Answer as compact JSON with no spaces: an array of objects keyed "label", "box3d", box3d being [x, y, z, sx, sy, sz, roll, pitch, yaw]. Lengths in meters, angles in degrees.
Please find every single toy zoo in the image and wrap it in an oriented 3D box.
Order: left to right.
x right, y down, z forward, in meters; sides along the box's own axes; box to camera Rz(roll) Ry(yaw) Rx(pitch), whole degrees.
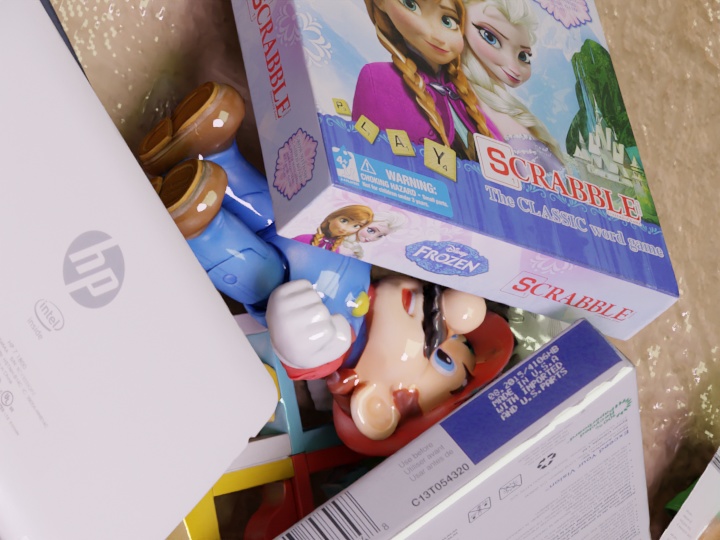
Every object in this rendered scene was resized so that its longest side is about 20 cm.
[{"label":"toy zoo","box3d":[-0.032,0.081,1.229,0.200,0.020,0.132,-11,91,-48]}]

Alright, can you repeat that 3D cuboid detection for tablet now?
[{"label":"tablet","box3d":[-0.111,0.013,0.985,0.130,0.014,0.200,-48,122,-31]}]

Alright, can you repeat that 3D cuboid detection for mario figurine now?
[{"label":"mario figurine","box3d":[0.000,0.000,1.183,0.200,0.106,0.124,41,70,-29]}]

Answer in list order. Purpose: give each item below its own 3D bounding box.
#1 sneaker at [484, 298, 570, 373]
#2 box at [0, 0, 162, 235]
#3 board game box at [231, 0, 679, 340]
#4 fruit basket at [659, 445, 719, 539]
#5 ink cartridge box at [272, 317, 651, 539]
[{"label":"sneaker","box3d":[0.053,-0.001,1.298,0.115,0.076,0.201,17,71,-39]},{"label":"box","box3d":[-0.189,-0.064,1.020,0.107,0.148,0.200,-41,118,-34]},{"label":"board game box","box3d":[0.036,-0.081,1.218,0.200,0.041,0.200,16,47,-37]},{"label":"fruit basket","box3d":[0.194,0.192,1.434,0.185,0.094,0.200,41,80,-35]},{"label":"ink cartridge box","box3d":[0.041,0.134,1.235,0.196,0.043,0.200,-35,151,-13]}]
